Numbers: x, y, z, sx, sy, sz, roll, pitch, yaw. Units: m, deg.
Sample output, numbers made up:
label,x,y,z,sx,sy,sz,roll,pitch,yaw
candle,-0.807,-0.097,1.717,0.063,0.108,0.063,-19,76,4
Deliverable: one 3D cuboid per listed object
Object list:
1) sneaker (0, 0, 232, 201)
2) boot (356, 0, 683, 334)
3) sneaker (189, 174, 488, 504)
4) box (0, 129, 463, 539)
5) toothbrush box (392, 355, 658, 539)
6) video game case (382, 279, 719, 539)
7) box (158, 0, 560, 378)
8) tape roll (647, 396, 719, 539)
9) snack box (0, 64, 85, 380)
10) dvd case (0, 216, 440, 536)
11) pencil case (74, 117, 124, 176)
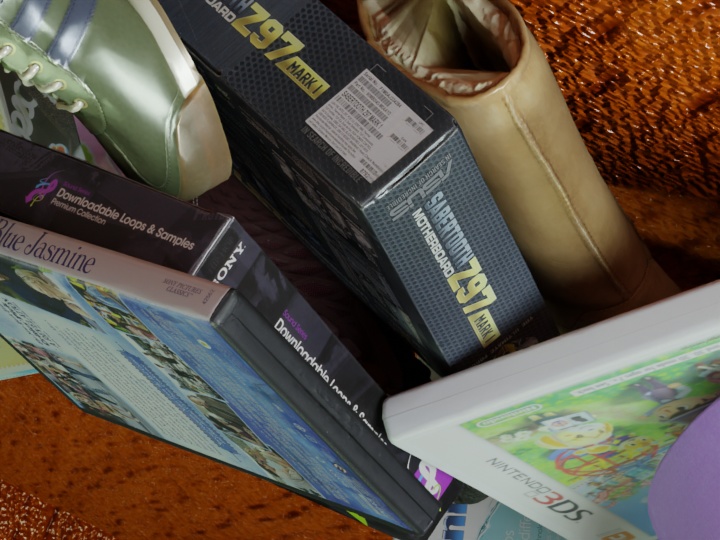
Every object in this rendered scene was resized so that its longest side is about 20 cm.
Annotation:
label,x,y,z,sx,sy,sz,roll,pitch,yaw
sneaker,-0.131,-0.099,1.049,0.200,0.090,0.067,62,158,-10
boot,0.053,-0.050,1.151,0.175,0.066,0.200,36,168,46
sneaker,0.000,0.000,1.212,0.200,0.116,0.076,36,164,15
box,-0.061,0.026,1.119,0.143,0.036,0.200,21,158,39
toothbrush box,0.122,0.095,1.283,0.200,0.147,0.085,2,160,15
video game case,0.138,0.053,1.121,0.200,0.022,0.182,-21,152,24
box,-0.020,-0.054,1.114,0.200,0.051,0.158,44,171,34
tape roll,0.211,0.083,1.092,0.200,0.200,0.066,48,-161,-58
snack box,-0.167,-0.053,1.269,0.037,0.200,0.116,-17,-176,-39
dvd case,-0.076,0.031,1.069,0.200,0.018,0.143,16,157,44
pencil case,-0.078,-0.057,1.315,0.200,0.087,0.087,26,167,8
